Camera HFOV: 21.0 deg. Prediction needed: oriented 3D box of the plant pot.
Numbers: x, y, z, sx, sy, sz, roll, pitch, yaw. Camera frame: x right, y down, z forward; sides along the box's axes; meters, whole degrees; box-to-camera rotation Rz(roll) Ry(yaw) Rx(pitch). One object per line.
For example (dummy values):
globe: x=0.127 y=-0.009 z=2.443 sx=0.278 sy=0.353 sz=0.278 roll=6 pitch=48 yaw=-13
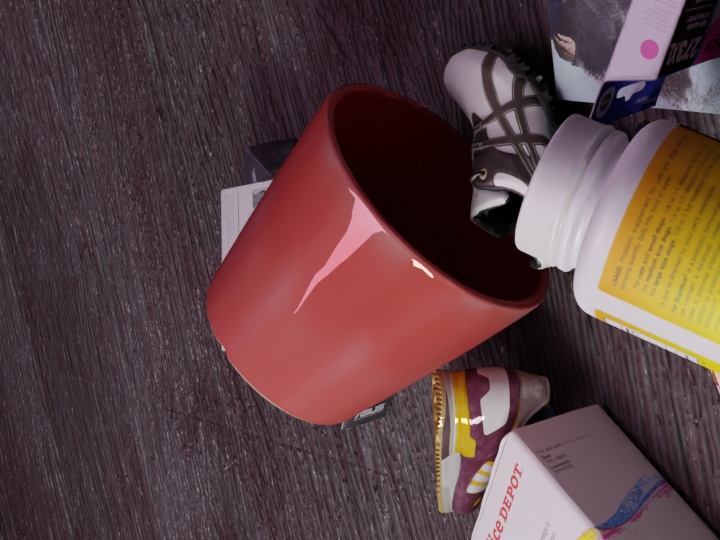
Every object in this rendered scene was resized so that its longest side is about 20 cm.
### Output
plant pot: x=0.000 y=0.000 z=1.349 sx=0.177 sy=0.200 sz=0.201 roll=-44 pitch=62 yaw=29

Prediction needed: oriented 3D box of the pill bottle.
pill bottle: x=0.184 y=-0.007 z=0.986 sx=0.200 sy=0.109 sz=0.109 roll=25 pitch=130 yaw=16

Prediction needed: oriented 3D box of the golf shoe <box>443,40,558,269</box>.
golf shoe: x=0.097 y=-0.079 z=1.293 sx=0.200 sy=0.094 sz=0.078 roll=48 pitch=169 yaw=41

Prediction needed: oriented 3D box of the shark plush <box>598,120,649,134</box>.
shark plush: x=0.145 y=-0.055 z=1.141 sx=0.091 sy=0.200 sz=0.083 roll=35 pitch=89 yaw=35

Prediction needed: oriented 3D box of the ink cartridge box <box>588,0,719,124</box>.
ink cartridge box: x=0.187 y=-0.167 z=1.068 sx=0.037 sy=0.095 sz=0.200 roll=32 pitch=118 yaw=23

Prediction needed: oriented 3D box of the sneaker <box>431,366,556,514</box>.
sneaker: x=0.099 y=0.129 z=1.423 sx=0.200 sy=0.090 sz=0.075 roll=80 pitch=-172 yaw=-67

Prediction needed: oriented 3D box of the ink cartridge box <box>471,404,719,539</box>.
ink cartridge box: x=0.171 y=0.212 z=1.323 sx=0.200 sy=0.084 sz=0.145 roll=50 pitch=142 yaw=36

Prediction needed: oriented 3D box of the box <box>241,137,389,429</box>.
box: x=-0.037 y=0.009 z=1.621 sx=0.200 sy=0.048 sz=0.159 roll=48 pitch=141 yaw=38

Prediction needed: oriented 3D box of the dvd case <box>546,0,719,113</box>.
dvd case: x=0.180 y=-0.172 z=1.196 sx=0.200 sy=0.022 sz=0.146 roll=14 pitch=115 yaw=56

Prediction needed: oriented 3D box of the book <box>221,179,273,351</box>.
book: x=-0.033 y=-0.008 z=1.513 sx=0.200 sy=0.048 sz=0.134 roll=-7 pitch=80 yaw=43

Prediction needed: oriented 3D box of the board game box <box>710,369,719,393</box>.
board game box: x=0.255 y=0.012 z=1.051 sx=0.151 sy=0.046 sz=0.200 roll=-25 pitch=79 yaw=26
